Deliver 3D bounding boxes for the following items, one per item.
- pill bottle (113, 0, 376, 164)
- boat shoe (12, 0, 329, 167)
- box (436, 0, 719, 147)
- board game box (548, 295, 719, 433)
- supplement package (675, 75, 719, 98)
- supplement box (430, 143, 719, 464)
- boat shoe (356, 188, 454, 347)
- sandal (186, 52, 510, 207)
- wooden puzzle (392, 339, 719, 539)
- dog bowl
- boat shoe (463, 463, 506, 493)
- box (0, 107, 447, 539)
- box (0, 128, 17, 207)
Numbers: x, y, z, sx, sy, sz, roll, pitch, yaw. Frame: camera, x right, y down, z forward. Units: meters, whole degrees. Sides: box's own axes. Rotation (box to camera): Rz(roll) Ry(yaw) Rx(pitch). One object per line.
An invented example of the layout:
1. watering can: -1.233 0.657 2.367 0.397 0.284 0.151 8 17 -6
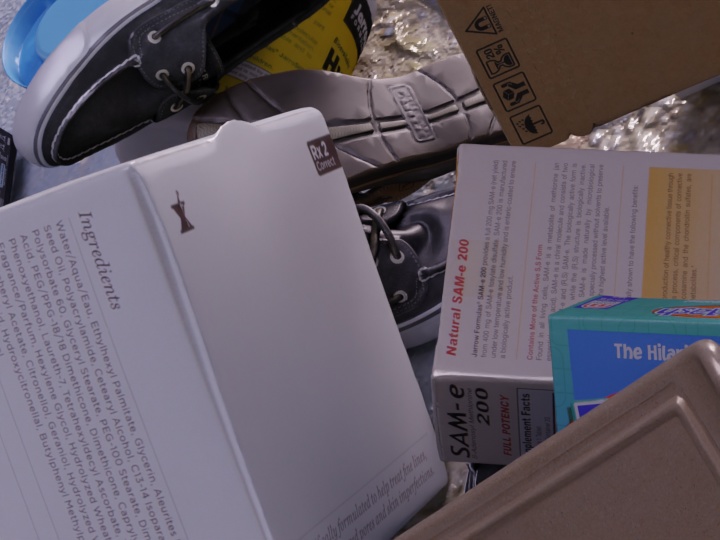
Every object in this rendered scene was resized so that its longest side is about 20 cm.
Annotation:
1. pill bottle: -0.055 -0.133 1.163 0.111 0.111 0.201 1 57 36
2. boat shoe: -0.093 -0.118 1.056 0.200 0.069 0.057 -42 61 -17
3. box: 0.102 -0.164 0.907 0.163 0.201 0.021 -22 24 16
4. board game box: 0.152 0.112 0.767 0.151 0.045 0.201 1 100 37
5. supplement package: 0.135 -0.200 0.991 0.120 0.200 0.121 -60 15 -20
6. supplement box: 0.135 0.019 0.877 0.199 0.074 0.127 3 54 9
7. boat shoe: 0.000 0.000 1.034 0.199 0.066 0.070 -26 45 16
8. sandal: 0.008 -0.069 1.074 0.199 0.055 0.082 -14 55 -16
9. wooden puzzle: 0.114 0.145 0.755 0.200 0.037 0.186 -39 76 40
10. dog bowl: -0.141 -0.179 1.311 0.200 0.050 0.111 -45 42 -4
11. boat shoe: 0.078 0.061 0.938 0.070 0.066 0.201 -5 53 34
12. box: -0.076 0.047 0.910 0.130 0.201 0.199 -18 4 24
13. box: -0.288 -0.035 1.214 0.049 0.161 0.201 -32 42 32
